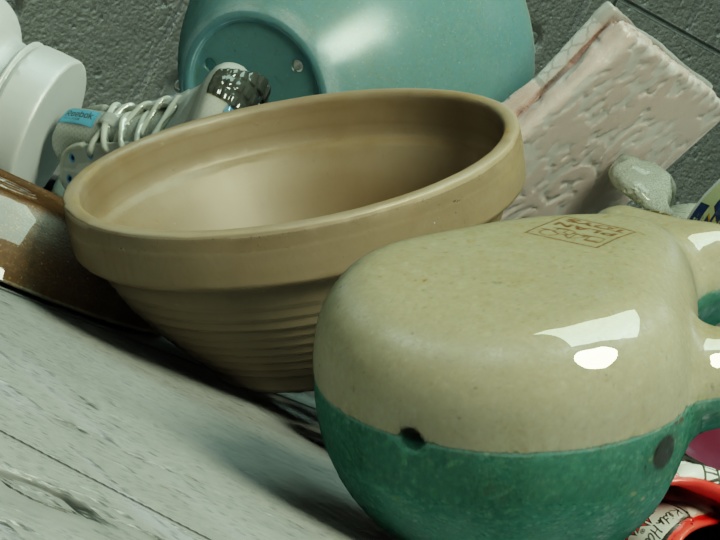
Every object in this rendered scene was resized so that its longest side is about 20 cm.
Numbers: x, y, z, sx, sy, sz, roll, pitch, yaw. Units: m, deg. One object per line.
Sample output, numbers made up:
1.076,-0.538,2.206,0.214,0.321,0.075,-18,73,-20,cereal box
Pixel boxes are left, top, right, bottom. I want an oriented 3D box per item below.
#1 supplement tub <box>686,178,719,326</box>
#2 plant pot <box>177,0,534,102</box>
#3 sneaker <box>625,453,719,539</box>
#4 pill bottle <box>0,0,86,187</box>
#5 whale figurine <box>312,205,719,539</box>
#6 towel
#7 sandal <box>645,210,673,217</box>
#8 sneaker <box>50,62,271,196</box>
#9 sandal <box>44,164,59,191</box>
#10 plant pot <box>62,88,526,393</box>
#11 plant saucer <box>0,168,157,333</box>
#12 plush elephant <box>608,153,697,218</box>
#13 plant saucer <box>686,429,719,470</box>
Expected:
0.202,0.017,1.004,0.145,0.145,0.200,24,4,-1,supplement tub
-0.023,-0.110,1.338,0.200,0.201,0.135,25,28,22,plant pot
0.076,0.076,0.940,0.201,0.067,0.108,28,-2,7,sneaker
-0.249,-0.109,1.264,0.199,0.112,0.112,25,2,8,pill bottle
0.069,0.037,0.843,0.159,0.104,0.200,12,22,29,whale figurine
0.104,-0.056,1.362,0.032,0.191,0.200,52,12,22,towel
0.094,0.021,1.018,0.054,0.080,0.200,54,-14,-3,sandal
-0.111,-0.057,1.223,0.087,0.075,0.200,35,-31,-6,sneaker
-0.152,-0.061,1.368,0.199,0.043,0.076,11,-14,-22,sandal
-0.023,-0.007,1.058,0.200,0.093,0.201,-8,18,3,plant pot
-0.175,-0.028,1.132,0.200,0.037,0.200,24,2,-1,plant saucer
0.180,0.027,1.381,0.164,0.200,0.155,32,-13,19,plush elephant
0.096,0.077,1.116,0.200,0.051,0.201,20,11,-4,plant saucer
